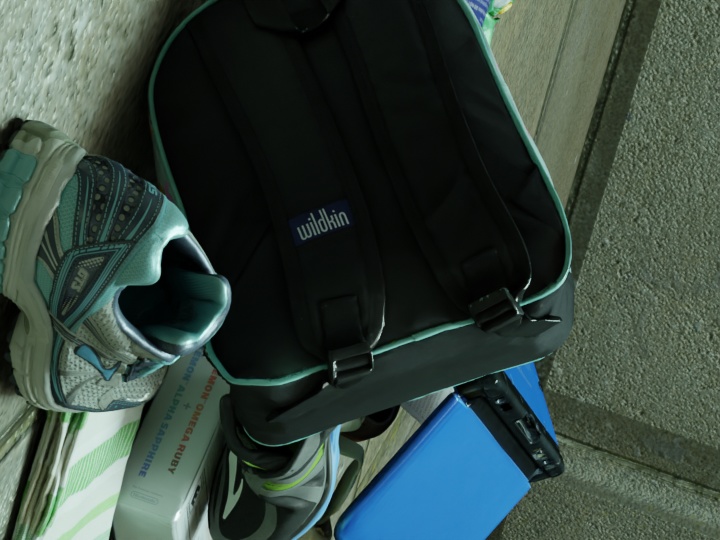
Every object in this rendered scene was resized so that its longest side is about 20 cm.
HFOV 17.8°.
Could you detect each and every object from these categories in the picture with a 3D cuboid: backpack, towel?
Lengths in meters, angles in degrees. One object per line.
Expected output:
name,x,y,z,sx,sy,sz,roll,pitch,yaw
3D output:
backpack,-0.005,-0.035,1.049,0.153,0.175,0.201,76,-6,-73
towel,-0.126,0.082,1.112,0.153,0.023,0.201,-42,149,-74

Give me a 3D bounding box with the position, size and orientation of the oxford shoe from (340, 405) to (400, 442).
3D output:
oxford shoe,0.000,0.000,1.360,0.073,0.071,0.201,160,-78,-73

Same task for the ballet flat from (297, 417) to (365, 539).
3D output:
ballet flat,-0.027,0.086,1.298,0.070,0.069,0.200,-62,167,-47

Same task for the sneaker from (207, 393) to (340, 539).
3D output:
sneaker,-0.045,0.081,1.181,0.083,0.071,0.200,-23,153,-38

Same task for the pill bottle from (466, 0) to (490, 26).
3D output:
pill bottle,-0.006,-0.093,1.197,0.112,0.111,0.201,19,90,-81

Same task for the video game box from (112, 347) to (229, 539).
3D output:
video game box,-0.086,0.101,1.324,0.200,0.047,0.183,93,20,-60

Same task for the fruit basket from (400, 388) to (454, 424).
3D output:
fruit basket,0.041,0.009,1.490,0.200,0.094,0.186,47,49,-29

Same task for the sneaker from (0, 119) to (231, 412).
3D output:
sneaker,-0.096,0.019,0.933,0.200,0.086,0.078,77,37,-67

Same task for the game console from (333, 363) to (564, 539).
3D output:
game console,0.042,0.083,1.361,0.200,0.118,0.171,53,20,-65

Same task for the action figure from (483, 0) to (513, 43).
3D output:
action figure,0.107,-0.231,1.510,0.201,0.055,0.118,-65,-165,-4
